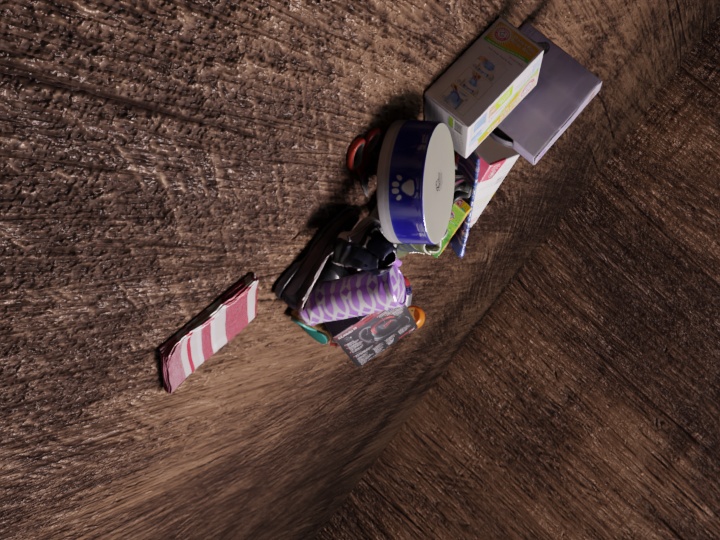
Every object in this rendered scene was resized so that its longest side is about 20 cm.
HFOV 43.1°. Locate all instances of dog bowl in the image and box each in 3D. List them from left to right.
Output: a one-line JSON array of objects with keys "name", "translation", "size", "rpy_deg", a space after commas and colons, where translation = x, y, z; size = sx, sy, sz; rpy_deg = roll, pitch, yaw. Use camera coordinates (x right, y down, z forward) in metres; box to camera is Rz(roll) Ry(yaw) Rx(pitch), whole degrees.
[{"name": "dog bowl", "translation": [0.094, -0.145, 1.499], "size": [0.200, 0.078, 0.204], "rpy_deg": [4, 90, -70]}]

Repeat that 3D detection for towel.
[{"name": "towel", "translation": [-0.235, 0.101, 1.445], "size": [0.200, 0.023, 0.145], "rpy_deg": [-42, 163, -27]}, {"name": "towel", "translation": [0.200, -0.142, 1.817], "size": [0.145, 0.023, 0.203], "rpy_deg": [-106, -158, -68]}]

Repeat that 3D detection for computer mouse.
[{"name": "computer mouse", "translation": [-0.025, 0.038, 1.718], "size": [0.058, 0.034, 0.200], "rpy_deg": [-21, 149, 21]}]

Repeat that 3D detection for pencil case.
[{"name": "pencil case", "translation": [-0.016, 0.038, 1.590], "size": [0.197, 0.087, 0.084], "rpy_deg": [-13, 160, 19]}]

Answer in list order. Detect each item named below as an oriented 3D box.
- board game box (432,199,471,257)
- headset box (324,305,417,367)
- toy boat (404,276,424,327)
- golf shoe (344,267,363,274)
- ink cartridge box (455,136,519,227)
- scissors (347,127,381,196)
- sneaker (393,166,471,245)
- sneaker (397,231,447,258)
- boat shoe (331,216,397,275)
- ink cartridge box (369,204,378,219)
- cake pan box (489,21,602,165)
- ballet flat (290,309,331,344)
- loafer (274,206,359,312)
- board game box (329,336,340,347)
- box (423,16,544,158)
[{"name": "board game box", "translation": [0.148, -0.102, 1.803], "size": [0.030, 0.095, 0.200], "rpy_deg": [-44, 171, -29]}, {"name": "headset box", "translation": [0.014, 0.086, 1.726], "size": [0.148, 0.075, 0.200], "rpy_deg": [-34, 152, 0]}, {"name": "toy boat", "translation": [0.081, 0.093, 2.027], "size": [0.199, 0.129, 0.133], "rpy_deg": [-25, 128, -60]}, {"name": "golf shoe", "translation": [0.000, 0.000, 1.793], "size": [0.201, 0.074, 0.093], "rpy_deg": [70, 24, -59]}, {"name": "ink cartridge box", "translation": [0.232, -0.181, 1.950], "size": [0.145, 0.083, 0.201], "rpy_deg": [-26, 152, -53]}, {"name": "scissors", "translation": [-0.001, -0.163, 1.503], "size": [0.073, 0.014, 0.201], "rpy_deg": [-45, 164, -26]}, {"name": "sneaker", "translation": [0.126, -0.111, 1.655], "size": [0.200, 0.086, 0.080], "rpy_deg": [-47, 162, -8]}, {"name": "sneaker", "translation": [0.115, -0.056, 1.799], "size": [0.067, 0.089, 0.201], "rpy_deg": [-56, 177, -24]}, {"name": "boat shoe", "translation": [0.025, -0.036, 1.553], "size": [0.200, 0.092, 0.076], "rpy_deg": [-38, 146, -65]}, {"name": "ink cartridge box", "translation": [0.092, -0.129, 1.759], "size": [0.199, 0.050, 0.163], "rpy_deg": [-23, 150, -52]}, {"name": "cake pan box", "translation": [0.308, -0.320, 1.662], "size": [0.201, 0.184, 0.052], "rpy_deg": [-49, 164, -3]}, {"name": "ballet flat", "translation": [-0.085, 0.089, 1.769], "size": [0.073, 0.067, 0.200], "rpy_deg": [-60, 161, -9]}, {"name": "loafer", "translation": [-0.062, -0.016, 1.568], "size": [0.200, 0.063, 0.072], "rpy_deg": [-49, 163, -3]}, {"name": "board game box", "translation": [-0.027, 0.111, 1.920], "size": [0.200, 0.019, 0.105], "rpy_deg": [31, 72, -79]}, {"name": "box", "translation": [0.210, -0.313, 1.563], "size": [0.200, 0.101, 0.113], "rpy_deg": [-46, 164, -12]}]
